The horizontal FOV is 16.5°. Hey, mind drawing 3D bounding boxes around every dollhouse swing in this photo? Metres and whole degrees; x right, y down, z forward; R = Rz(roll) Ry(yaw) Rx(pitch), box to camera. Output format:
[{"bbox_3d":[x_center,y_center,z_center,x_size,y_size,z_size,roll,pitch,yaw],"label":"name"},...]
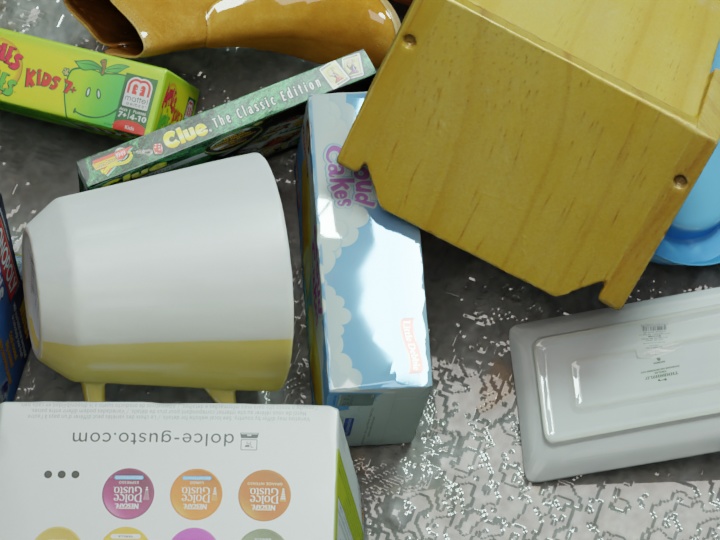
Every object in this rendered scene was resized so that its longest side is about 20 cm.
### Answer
[{"bbox_3d":[0.117,-0.118,1.560,0.199,0.176,0.182,26,116,-3],"label":"dollhouse swing"}]

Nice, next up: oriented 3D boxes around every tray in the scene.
[{"bbox_3d":[0.193,0.065,1.570,0.199,0.022,0.108,-11,68,14],"label":"tray"}]

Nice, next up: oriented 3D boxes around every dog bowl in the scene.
[{"bbox_3d":[0.209,-0.096,1.620,0.111,0.050,0.201,8,77,-14],"label":"dog bowl"}]

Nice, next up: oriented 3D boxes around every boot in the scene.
[{"bbox_3d":[-0.087,-0.161,1.626,0.201,0.071,0.144,25,35,33],"label":"boot"}]

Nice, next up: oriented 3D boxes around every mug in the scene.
[{"bbox_3d":[-0.128,0.025,1.546,0.152,0.149,0.188,-5,74,-14],"label":"mug"}]

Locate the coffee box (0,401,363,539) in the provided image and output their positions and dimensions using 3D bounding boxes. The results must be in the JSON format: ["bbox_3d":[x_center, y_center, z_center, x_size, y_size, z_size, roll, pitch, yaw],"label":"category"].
[{"bbox_3d":[-0.104,0.200,1.467,0.199,0.200,0.199,0,70,4],"label":"coffee box"}]

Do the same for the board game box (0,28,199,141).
[{"bbox_3d":[-0.216,-0.127,1.645,0.199,0.102,0.048,14,88,9],"label":"board game box"}]

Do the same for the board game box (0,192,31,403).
[{"bbox_3d":[-0.256,0.041,1.563,0.061,0.200,0.201,12,56,9],"label":"board game box"}]

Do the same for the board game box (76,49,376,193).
[{"bbox_3d":[-0.088,-0.084,1.615,0.199,0.105,0.024,-22,81,-11],"label":"board game box"}]

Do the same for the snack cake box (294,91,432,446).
[{"bbox_3d":[0.000,0.000,1.578,0.067,0.115,0.201,-2,68,-5],"label":"snack cake box"}]

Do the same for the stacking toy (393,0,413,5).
[{"bbox_3d":[0.098,-0.184,1.652,0.146,0.146,0.200,-41,87,-11],"label":"stacking toy"}]
